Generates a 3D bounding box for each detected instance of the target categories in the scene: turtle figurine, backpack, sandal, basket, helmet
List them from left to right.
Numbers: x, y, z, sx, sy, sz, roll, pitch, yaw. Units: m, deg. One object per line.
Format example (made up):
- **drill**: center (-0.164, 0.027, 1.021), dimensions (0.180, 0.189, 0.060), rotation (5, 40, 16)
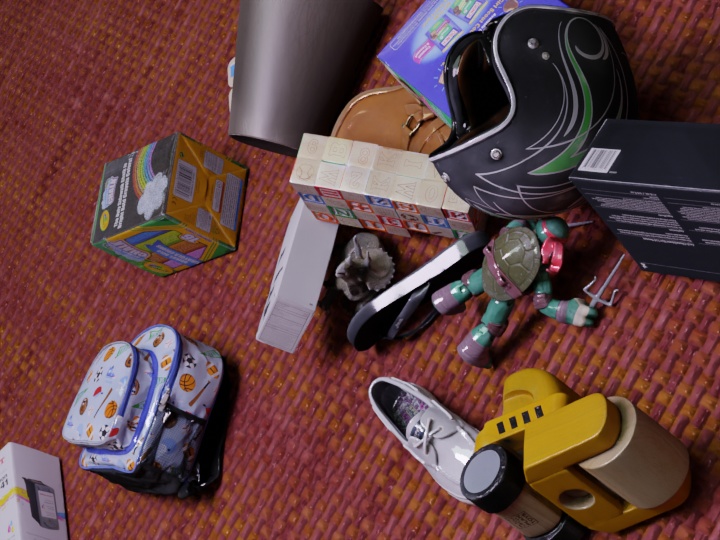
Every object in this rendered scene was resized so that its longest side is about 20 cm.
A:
- **backpack**: center (-0.252, 0.159, 1.934), dimensions (0.200, 0.154, 0.191), rotation (-1, 57, 51)
- **basket**: center (-0.081, -0.246, 1.981), dimensions (0.136, 0.180, 0.201), rotation (180, 104, -80)
- **sandal**: center (0.062, 0.031, 1.713), dimensions (0.200, 0.076, 0.043), rotation (-39, 70, 28)
- **turtle figurine**: center (0.161, 0.001, 1.599), dimensions (0.200, 0.100, 0.150), rotation (-43, 42, 32)
- **helmet**: center (0.165, -0.143, 1.543), dimensions (0.200, 0.200, 0.192), rotation (-2, 85, 48)

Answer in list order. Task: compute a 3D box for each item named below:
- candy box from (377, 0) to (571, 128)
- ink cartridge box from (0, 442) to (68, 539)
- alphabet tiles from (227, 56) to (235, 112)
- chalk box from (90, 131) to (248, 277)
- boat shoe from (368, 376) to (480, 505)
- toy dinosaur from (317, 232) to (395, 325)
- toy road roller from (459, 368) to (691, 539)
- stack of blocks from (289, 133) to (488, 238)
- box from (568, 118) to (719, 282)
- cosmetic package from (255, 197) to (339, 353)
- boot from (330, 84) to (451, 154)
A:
- **candy box**: center (0.143, -0.224, 1.719), dimensions (0.169, 0.077, 0.200), rotation (-48, 51, 3)
- **ink cartridge box**: center (-0.453, 0.347, 2.092), dimensions (0.148, 0.085, 0.200), rotation (-42, 44, 24)
- **alphabet tiles**: center (-0.101, -0.284, 2.127), dimensions (0.200, 0.015, 0.196), rotation (-33, 48, 33)
- **chalk box**: center (-0.260, -0.077, 2.098), dimensions (0.200, 0.124, 0.125), rotation (-17, 57, 43)
- **boat shoe**: center (0.073, 0.163, 1.617), dimensions (0.072, 0.068, 0.200), rotation (-54, 39, 11)
- **toy dinosaur**: center (0.000, 0.000, 1.806), dimensions (0.102, 0.077, 0.200), rotation (-52, 8, 15)
- **toy road roller**: center (0.190, 0.151, 1.455), dimensions (0.200, 0.123, 0.146), rotation (-28, 38, 37)
- **stack of blocks**: center (0.038, -0.083, 1.736), dimensions (0.199, 0.115, 0.059), rotation (11, 74, 18)
- **box**: center (0.305, -0.058, 1.421), dimensions (0.200, 0.141, 0.079), rotation (10, 58, 50)
- **cosmetic package**: center (-0.065, -0.012, 1.820), dimensions (0.083, 0.050, 0.200), rotation (120, 168, -45)
- **boot**: center (0.052, -0.147, 1.828), dimensions (0.200, 0.074, 0.155), rotation (-46, 45, 23)
